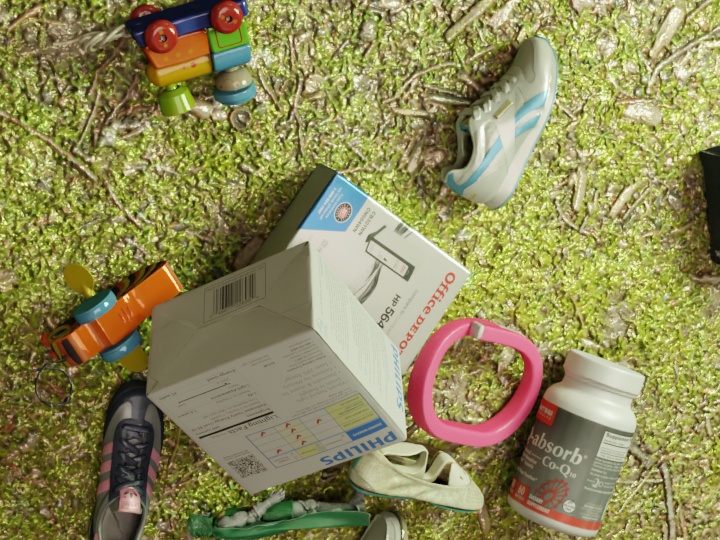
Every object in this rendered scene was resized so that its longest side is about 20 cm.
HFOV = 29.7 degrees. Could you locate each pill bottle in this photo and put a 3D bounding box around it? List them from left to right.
[{"bbox_3d":[0.258,0.203,1.605,0.115,0.116,0.201,18,94,-20],"label":"pill bottle"}]

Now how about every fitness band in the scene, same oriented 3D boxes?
[{"bbox_3d":[0.134,0.130,1.556,0.199,0.037,0.144,17,96,-45],"label":"fitness band"}]

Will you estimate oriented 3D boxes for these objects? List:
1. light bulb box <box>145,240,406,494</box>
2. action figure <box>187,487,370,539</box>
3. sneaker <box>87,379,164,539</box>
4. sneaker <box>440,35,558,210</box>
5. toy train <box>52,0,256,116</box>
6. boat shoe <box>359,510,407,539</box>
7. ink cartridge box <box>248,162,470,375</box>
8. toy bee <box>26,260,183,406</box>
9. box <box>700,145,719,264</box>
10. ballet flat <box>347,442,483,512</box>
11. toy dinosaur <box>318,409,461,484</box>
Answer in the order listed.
[{"bbox_3d":[-0.084,0.105,1.398,0.197,0.125,0.200,-21,133,18],"label":"light bulb box"},{"bbox_3d":[-0.095,0.274,1.521,0.199,0.118,0.055,-7,79,-8],"label":"action figure"},{"bbox_3d":[-0.246,0.222,1.459,0.070,0.082,0.201,6,98,-19],"label":"sneaker"},{"bbox_3d":[0.159,-0.173,1.524,0.080,0.076,0.201,21,91,-18],"label":"sneaker"},{"bbox_3d":[-0.206,-0.210,1.399,0.199,0.085,0.116,-20,119,-14],"label":"toy train"},{"bbox_3d":[-0.005,0.370,1.571,0.068,0.075,0.201,17,95,-26],"label":"boat shoe"},{"bbox_3d":[0.000,0.000,1.498,0.200,0.084,0.146,34,89,-21],"label":"ink cartridge box"},{"bbox_3d":[-0.286,0.056,1.418,0.199,0.108,0.132,-19,99,-40],"label":"toy bee"},{"bbox_3d":[0.529,-0.091,1.645,0.199,0.104,0.149,-16,105,-15],"label":"box"},{"bbox_3d":[0.076,0.232,1.539,0.199,0.067,0.063,15,106,-38],"label":"ballet flat"},{"bbox_3d":[0.033,0.199,1.573,0.199,0.058,0.102,-3,118,-30],"label":"toy dinosaur"}]
